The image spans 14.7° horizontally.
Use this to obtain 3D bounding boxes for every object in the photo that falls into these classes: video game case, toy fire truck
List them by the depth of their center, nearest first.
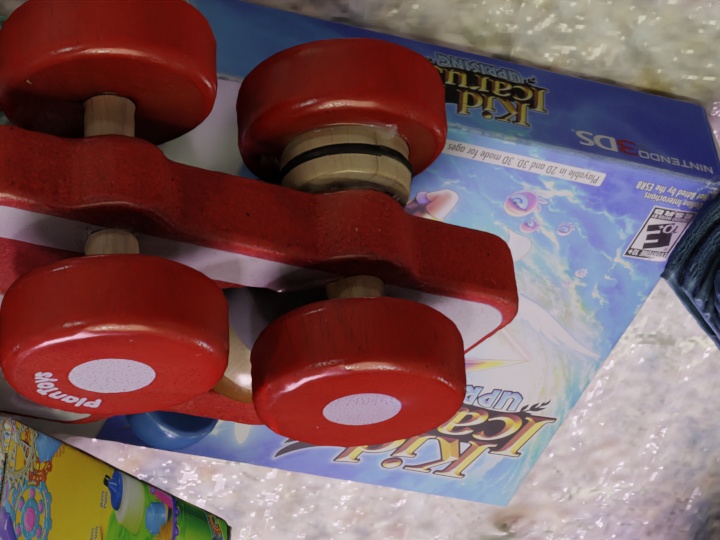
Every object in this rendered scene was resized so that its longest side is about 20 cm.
[{"bbox_3d":[-0.062,0.006,0.868,0.199,0.113,0.168,11,152,-30],"label":"toy fire truck"},{"bbox_3d":[0.000,0.000,0.981,0.199,0.046,0.182,11,134,-22],"label":"video game case"}]

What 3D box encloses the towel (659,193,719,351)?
[{"bbox_3d":[0.189,0.014,1.013,0.112,0.049,0.200,-42,139,2],"label":"towel"}]

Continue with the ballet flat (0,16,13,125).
[{"bbox_3d":[-0.163,-0.006,0.923,0.199,0.075,0.074,-32,134,24],"label":"ballet flat"}]

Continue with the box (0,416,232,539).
[{"bbox_3d":[-0.145,0.162,0.949,0.121,0.201,0.193,4,166,20],"label":"box"}]
